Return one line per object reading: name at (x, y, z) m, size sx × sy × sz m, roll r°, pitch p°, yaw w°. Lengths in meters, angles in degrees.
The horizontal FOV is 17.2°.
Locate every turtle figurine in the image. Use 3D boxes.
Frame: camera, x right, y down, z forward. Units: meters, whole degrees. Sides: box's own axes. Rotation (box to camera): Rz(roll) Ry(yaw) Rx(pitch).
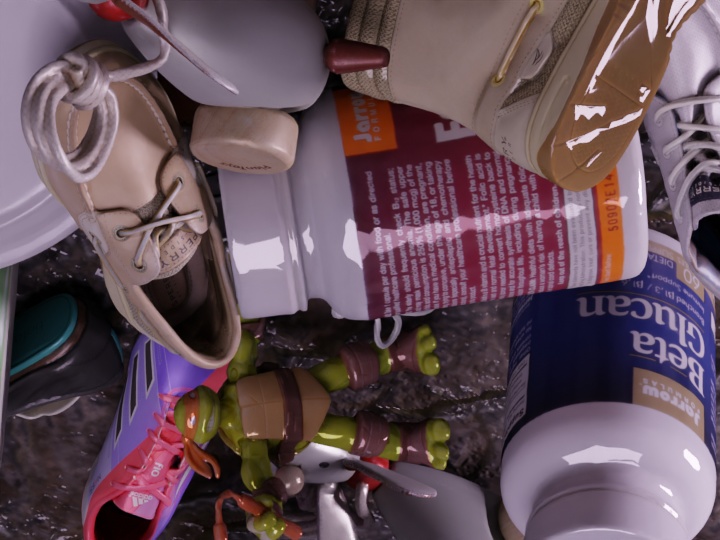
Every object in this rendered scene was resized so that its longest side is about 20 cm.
turtle figurine at (-0.035, 0.084, 1.294) m, size 0.160 × 0.201 × 0.064 m, roll -2°, pitch 156°, yaw -19°

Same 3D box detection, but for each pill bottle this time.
pill bottle at (0.033, -0.039, 1.160) m, size 0.198 × 0.115 × 0.115 m, roll -9°, pitch 134°, yaw -2°
pill bottle at (0.129, 0.081, 1.229) m, size 0.110 × 0.201 × 0.112 m, roll 4°, pitch 135°, yaw 4°

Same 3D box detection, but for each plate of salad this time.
plate of salad at (-0.193, -0.087, 1.103) m, size 0.198 × 0.048 × 0.201 m, roll -8°, pitch 123°, yaw -13°

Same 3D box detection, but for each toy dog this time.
toy dog at (0.028, 0.156, 1.381) m, size 0.198 × 0.097 × 0.132 m, roll 11°, pitch 135°, yaw -3°
toy dog at (-0.059, -0.109, 1.039) m, size 0.096 × 0.200 × 0.133 m, roll -5°, pitch 91°, yaw 29°

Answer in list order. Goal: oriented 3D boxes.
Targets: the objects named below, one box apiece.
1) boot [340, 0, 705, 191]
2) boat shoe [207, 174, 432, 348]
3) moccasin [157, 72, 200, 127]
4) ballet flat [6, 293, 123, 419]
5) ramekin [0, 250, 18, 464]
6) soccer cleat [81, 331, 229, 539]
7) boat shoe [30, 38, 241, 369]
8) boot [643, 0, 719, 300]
boot at (0.086, -0.149, 1.086) m, size 0.155 × 0.201 × 0.073 m, roll 26°, pitch 178°, yaw 40°
boat shoe at (-0.001, -0.003, 1.244) m, size 0.200 × 0.086 × 0.075 m, roll 4°, pitch 135°, yaw 5°
moccasin at (-0.143, -0.115, 1.157) m, size 0.200 × 0.078 × 0.074 m, roll 22°, pitch 111°, yaw -10°
ballet flat at (-0.222, 0.074, 1.370) m, size 0.199 × 0.068 × 0.068 m, roll -18°, pitch 138°, yaw 24°
ramekin at (-0.229, 0.025, 1.234) m, size 0.097 × 0.201 × 0.201 m, roll 5°, pitch 136°, yaw -7°
soccer cleat at (-0.116, 0.099, 1.371) m, size 0.068 × 0.073 × 0.201 m, roll 19°, pitch 133°, yaw -9°
boat shoe at (-0.098, -0.027, 1.118) m, size 0.072 × 0.065 × 0.201 m, roll -36°, pitch 144°, yaw -16°
boot at (0.173, -0.066, 1.151) m, size 0.073 × 0.096 × 0.200 m, roll -17°, pitch 130°, yaw 23°
